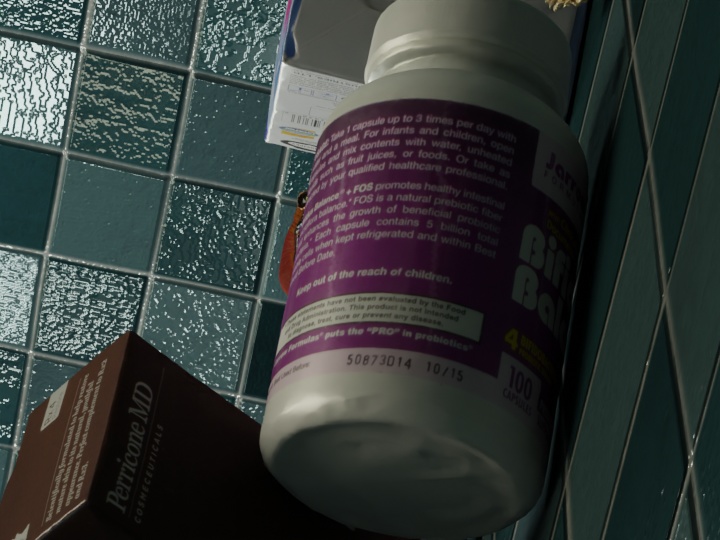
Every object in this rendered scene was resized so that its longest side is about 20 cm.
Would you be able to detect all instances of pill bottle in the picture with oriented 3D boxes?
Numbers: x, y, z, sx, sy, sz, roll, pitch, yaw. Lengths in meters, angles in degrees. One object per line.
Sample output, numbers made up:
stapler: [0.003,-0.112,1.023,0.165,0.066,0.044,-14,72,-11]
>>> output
pill bottle: [0.030,-0.006,1.177,0.112,0.112,0.201,105,176,-61]

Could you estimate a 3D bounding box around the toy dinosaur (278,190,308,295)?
toy dinosaur: [0.000,0.000,1.410,0.181,0.199,0.106,8,99,45]

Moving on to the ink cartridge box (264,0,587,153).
ink cartridge box: [0.026,-0.094,1.458,0.200,0.136,0.077,111,172,-77]

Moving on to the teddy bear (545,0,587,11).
teddy bear: [0.100,-0.213,1.300,0.145,0.066,0.201,88,-177,-54]

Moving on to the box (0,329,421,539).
box: [-0.042,0.125,1.173,0.075,0.200,0.100,-41,25,33]
